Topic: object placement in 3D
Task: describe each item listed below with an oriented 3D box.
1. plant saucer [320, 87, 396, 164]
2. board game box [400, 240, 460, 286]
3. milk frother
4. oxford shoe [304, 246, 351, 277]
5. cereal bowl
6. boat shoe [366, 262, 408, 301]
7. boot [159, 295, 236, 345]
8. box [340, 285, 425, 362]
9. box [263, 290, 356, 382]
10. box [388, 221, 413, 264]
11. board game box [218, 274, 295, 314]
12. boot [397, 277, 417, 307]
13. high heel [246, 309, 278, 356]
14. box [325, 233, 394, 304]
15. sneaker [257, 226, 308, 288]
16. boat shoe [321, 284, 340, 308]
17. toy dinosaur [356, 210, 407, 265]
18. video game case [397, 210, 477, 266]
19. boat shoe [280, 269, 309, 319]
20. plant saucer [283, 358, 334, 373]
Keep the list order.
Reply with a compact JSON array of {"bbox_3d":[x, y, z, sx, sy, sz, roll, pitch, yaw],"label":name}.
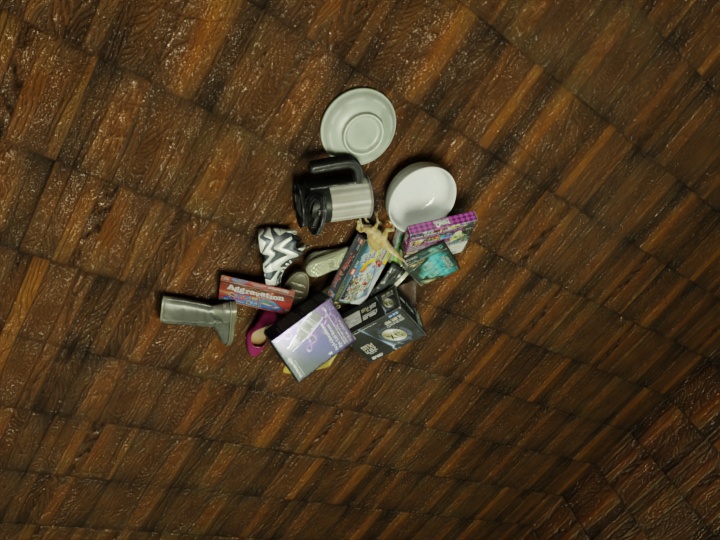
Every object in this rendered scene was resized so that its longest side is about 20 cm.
[{"bbox_3d":[0.001,-0.341,1.455,0.197,0.050,0.202,-12,130,-14],"label":"plant saucer"},{"bbox_3d":[0.206,-0.017,1.720,0.134,0.028,0.200,-24,156,13],"label":"board game box"},{"bbox_3d":[-0.056,-0.161,1.458,0.185,0.202,0.181,-10,148,-15],"label":"milk frother"},{"bbox_3d":[-0.072,-0.034,1.658,0.198,0.058,0.076,-16,126,-31],"label":"oxford shoe"},{"bbox_3d":[0.154,-0.205,1.600,0.197,0.084,0.202,-11,129,-14],"label":"cereal bowl"},{"bbox_3d":[0.055,0.044,1.758,0.066,0.075,0.199,46,131,-4],"label":"boat shoe"},{"bbox_3d":[-0.444,0.139,1.621,0.197,0.073,0.183,-2,132,-20],"label":"boot"},{"bbox_3d":[0.064,0.161,1.748,0.198,0.087,0.164,-28,134,16],"label":"box"},{"bbox_3d":[-0.139,0.177,1.618,0.199,0.104,0.149,-37,110,-11],"label":"box"},{"bbox_3d":[0.186,-0.082,1.739,0.197,0.037,0.146,2,125,-22],"label":"box"},{"bbox_3d":[-0.281,0.068,1.605,0.197,0.020,0.103,13,143,-8],"label":"board game box"},{"bbox_3d":[0.097,0.121,1.840,0.184,0.064,0.202,-23,133,-17],"label":"boot"},{"bbox_3d":[-0.284,0.191,1.709,0.066,0.097,0.202,1,125,-23],"label":"high heel"},{"bbox_3d":[0.000,0.000,1.680,0.136,0.038,0.202,10,114,-49],"label":"box"},{"bbox_3d":[-0.198,-0.030,1.588,0.128,0.080,0.202,-8,119,-6],"label":"sneaker"},{"bbox_3d":[-0.110,0.130,1.758,0.073,0.063,0.201,17,118,-31],"label":"boat shoe"},{"bbox_3d":[0.055,-0.093,1.622,0.199,0.102,0.058,36,147,-29],"label":"toy dinosaur"},{"bbox_3d":[0.210,-0.086,1.654,0.197,0.036,0.182,-14,156,-12],"label":"video game case"},{"bbox_3d":[-0.190,0.070,1.679,0.071,0.068,0.202,15,122,-10],"label":"boat shoe"},{"bbox_3d":[-0.115,0.231,1.781,0.199,0.048,0.201,-3,129,-57],"label":"plant saucer"}]
